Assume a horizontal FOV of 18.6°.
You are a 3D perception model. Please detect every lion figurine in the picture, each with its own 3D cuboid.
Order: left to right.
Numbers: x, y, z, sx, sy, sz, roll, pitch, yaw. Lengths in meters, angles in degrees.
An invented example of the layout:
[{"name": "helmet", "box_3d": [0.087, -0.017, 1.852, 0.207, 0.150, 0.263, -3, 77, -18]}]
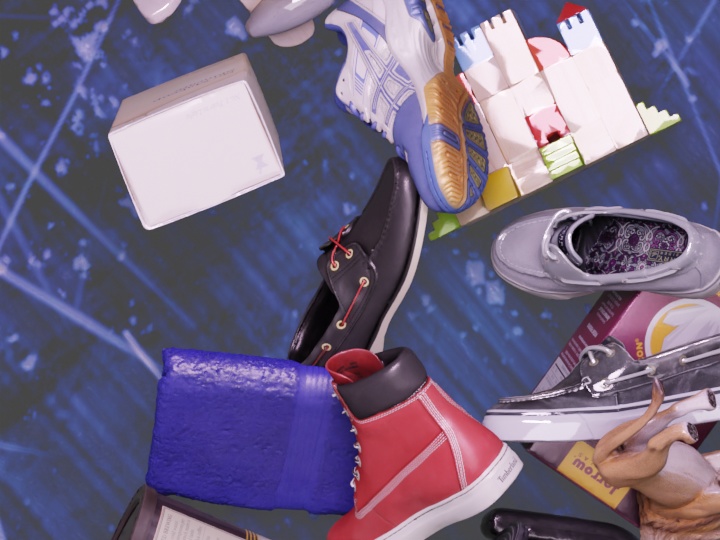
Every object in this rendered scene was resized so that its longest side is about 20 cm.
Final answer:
[{"name": "lion figurine", "box_3d": [0.214, 0.141, 1.536, 0.122, 0.073, 0.200, -25, 133, 29]}]

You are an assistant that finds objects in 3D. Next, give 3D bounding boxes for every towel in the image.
[{"name": "towel", "box_3d": [-0.055, 0.117, 1.625, 0.199, 0.050, 0.148, 6, 131, -7]}]

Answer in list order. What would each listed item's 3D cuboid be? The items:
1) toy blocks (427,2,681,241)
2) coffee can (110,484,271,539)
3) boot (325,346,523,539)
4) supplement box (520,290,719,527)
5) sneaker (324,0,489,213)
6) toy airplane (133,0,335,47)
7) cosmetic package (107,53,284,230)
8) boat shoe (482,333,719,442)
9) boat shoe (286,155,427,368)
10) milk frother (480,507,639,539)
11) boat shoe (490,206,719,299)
[{"name": "toy blocks", "box_3d": [0.114, -0.126, 1.603, 0.200, 0.100, 0.137, -26, 87, 10]}, {"name": "coffee can", "box_3d": [-0.097, 0.263, 1.618, 0.200, 0.146, 0.147, 24, 97, -9]}, {"name": "boot", "box_3d": [0.008, 0.129, 1.571, 0.144, 0.072, 0.200, 46, 138, -6]}, {"name": "supplement box", "box_3d": [0.216, 0.074, 1.638, 0.110, 0.086, 0.200, 34, 96, -9]}, {"name": "sneaker", "box_3d": [0.029, -0.115, 1.548, 0.088, 0.200, 0.075, -25, 146, 20]}, {"name": "toy airplane", "box_3d": [-0.080, -0.241, 1.514, 0.141, 0.200, 0.200, 32, 118, 34]}, {"name": "cosmetic package", "box_3d": [-0.113, -0.093, 1.532, 0.103, 0.200, 0.073, -22, 100, 0]}, {"name": "boat shoe", "box_3d": [0.181, 0.081, 1.567, 0.199, 0.072, 0.071, -8, 89, -10]}, {"name": "boat shoe", "box_3d": [0.000, 0.002, 1.595, 0.063, 0.074, 0.202, 14, 122, -13]}, {"name": "milk frother", "box_3d": [0.145, 0.273, 1.612, 0.187, 0.200, 0.181, 12, 95, -6]}, {"name": "boat shoe", "box_3d": [0.169, -0.020, 1.577, 0.071, 0.200, 0.070, 30, 70, -48]}]
